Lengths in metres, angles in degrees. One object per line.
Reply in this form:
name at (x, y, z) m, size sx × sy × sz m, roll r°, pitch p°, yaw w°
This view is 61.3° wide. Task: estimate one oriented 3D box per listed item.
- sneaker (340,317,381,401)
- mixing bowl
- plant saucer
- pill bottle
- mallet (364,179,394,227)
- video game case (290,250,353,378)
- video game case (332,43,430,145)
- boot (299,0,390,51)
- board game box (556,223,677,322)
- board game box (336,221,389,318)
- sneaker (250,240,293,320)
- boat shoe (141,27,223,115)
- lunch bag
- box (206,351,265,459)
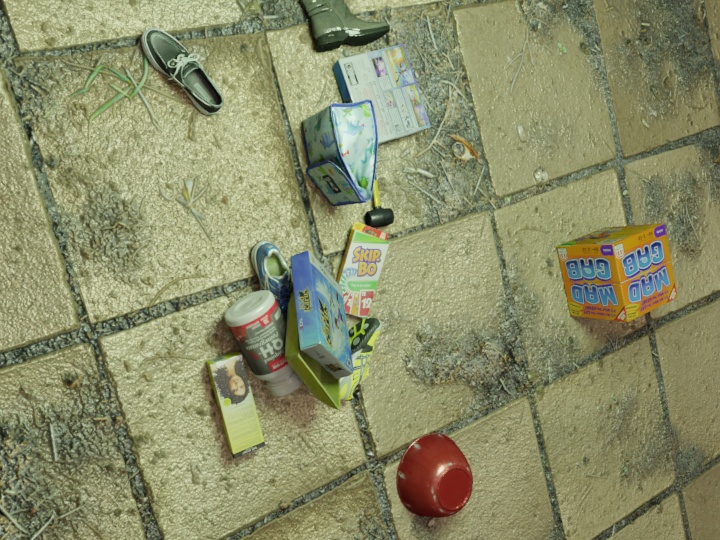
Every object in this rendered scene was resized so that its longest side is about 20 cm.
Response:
sneaker at (-0.009, 0.199, 1.374) m, size 0.076 × 0.075 × 0.202 m, roll 35°, pitch 86°, yaw -29°
mixing bowl at (0.194, 0.504, 1.450) m, size 0.196 × 0.108 × 0.206 m, roll -1°, pitch 91°, yaw -25°
plant saucer at (-0.103, 0.159, 1.256) m, size 0.047 × 0.202 × 0.202 m, roll -17°, pitch 132°, yaw 13°
pill bottle at (-0.190, 0.153, 1.252) m, size 0.110 × 0.110 × 0.203 m, roll -32°, pitch 113°, yaw -21°
mallet at (0.041, -0.201, 1.409) m, size 0.064 × 0.041 × 0.205 m, roll -2°, pitch 88°, yaw -24°
video game case at (-0.075, 0.091, 1.224) m, size 0.182 × 0.045 × 0.204 m, roll 51°, pitch 25°, yaw -57°
video game case at (0.050, -0.398, 1.396) m, size 0.178 × 0.045 × 0.204 m, roll -21°, pitch 95°, yaw -24°
boot at (-0.031, -0.574, 1.355) m, size 0.197 × 0.067 × 0.134 m, roll -19°, pitch 93°, yaw -26°
board game box at (0.685, 0.002, 1.630) m, size 0.196 × 0.199 × 0.204 m, roll -19°, pitch 98°, yaw -24°
board game box at (0.000, 0.000, 1.382) m, size 0.094 × 0.030 × 0.205 m, roll 17°, pitch 88°, yaw -25°
sneaker at (-0.177, 0.038, 1.281) m, size 0.075 × 0.077 × 0.204 m, roll -24°, pitch 104°, yaw -25°
boat shoe at (-0.348, -0.396, 1.198) m, size 0.074 × 0.068 × 0.201 m, roll -43°, pitch 107°, yaw -19°
lunch bag at (-0.040, -0.241, 1.293) m, size 0.125 × 0.169 × 0.205 m, roll -15°, pitch 99°, yaw -24°
box at (-0.258, 0.277, 1.260) m, size 0.074 × 0.050 × 0.205 m, roll -17°, pitch 99°, yaw -24°
